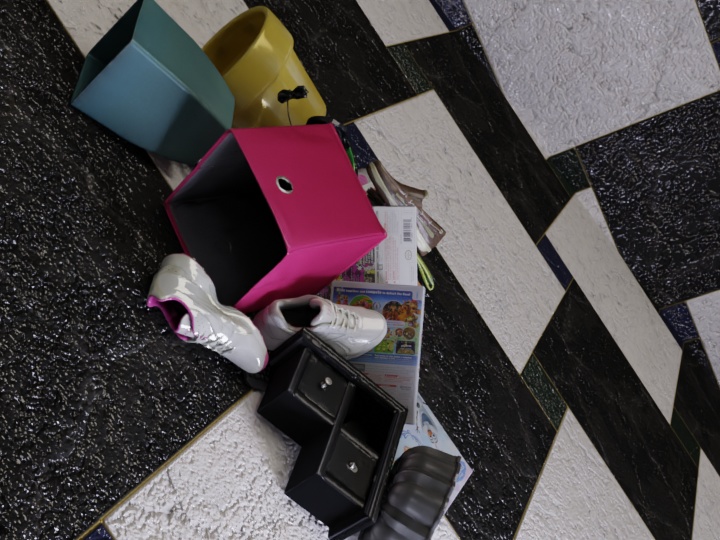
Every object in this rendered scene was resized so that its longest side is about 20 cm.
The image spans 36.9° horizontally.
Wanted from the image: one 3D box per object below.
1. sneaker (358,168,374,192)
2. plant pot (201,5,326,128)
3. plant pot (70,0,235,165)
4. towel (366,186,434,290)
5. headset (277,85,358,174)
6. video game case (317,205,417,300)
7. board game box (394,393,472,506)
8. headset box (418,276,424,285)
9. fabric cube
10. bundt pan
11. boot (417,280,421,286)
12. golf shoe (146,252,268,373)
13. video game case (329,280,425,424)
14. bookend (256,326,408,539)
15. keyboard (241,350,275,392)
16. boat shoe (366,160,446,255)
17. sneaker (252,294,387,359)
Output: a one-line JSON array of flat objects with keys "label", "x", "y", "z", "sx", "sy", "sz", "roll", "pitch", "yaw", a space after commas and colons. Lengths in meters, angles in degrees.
[{"label": "sneaker", "x": -0.033, "y": -0.163, "z": 1.993, "sx": 0.089, "sy": 0.081, "sz": 0.200, "roll": 56, "pitch": 24, "yaw": -5}, {"label": "plant pot", "x": -0.161, "y": -0.284, "z": 1.731, "sx": 0.189, "sy": 0.200, "sz": 0.202, "roll": 45, "pitch": 27, "yaw": -29}, {"label": "plant pot", "x": -0.284, "y": -0.257, "z": 1.551, "sx": 0.199, "sy": 0.141, "sz": 0.142, "roll": 38, "pitch": 30, "yaw": -28}, {"label": "towel", "x": 0.070, "y": -0.059, "z": 1.915, "sx": 0.144, "sy": 0.023, "sz": 0.200, "roll": 55, "pitch": 3, "yaw": -31}, {"label": "headset", "x": -0.064, "y": -0.193, "z": 1.659, "sx": 0.201, "sy": 0.093, "sz": 0.124, "roll": 56, "pitch": 52, "yaw": -24}, {"label": "video game case", "x": 0.000, "y": 0.000, "z": 1.680, "sx": 0.036, "sy": 0.179, "sz": 0.203, "roll": 164, "pitch": -76, "yaw": -80}, {"label": "board game box", "x": 0.068, "y": 0.286, "z": 1.651, "sx": 0.200, "sy": 0.043, "sz": 0.200, "roll": 55, "pitch": 36, "yaw": -3}, {"label": "headset box", "x": 0.007, "y": -0.014, "z": 1.854, "sx": 0.201, "sy": 0.092, "sz": 0.174, "roll": 56, "pitch": 17, "yaw": -4}, {"label": "fabric cube", "x": -0.121, "y": -0.073, "z": 1.530, "sx": 0.198, "sy": 0.200, "sz": 0.198, "roll": -11, "pitch": 69, "yaw": -46}, {"label": "bundt pan", "x": 0.058, "y": 0.326, "z": 1.470, "sx": 0.075, "sy": 0.203, "sz": 0.202, "roll": 28, "pitch": 27, "yaw": 1}, {"label": "boot", "x": 0.038, "y": 0.072, "z": 1.738, "sx": 0.202, "sy": 0.154, "sz": 0.077, "roll": 62, "pitch": 0, "yaw": 5}, {"label": "golf shoe", "x": -0.205, "y": 0.074, "z": 1.424, "sx": 0.200, "sy": 0.075, "sz": 0.092, "roll": 48, "pitch": 41, "yaw": -15}, {"label": "video game case", "x": 0.018, "y": 0.119, "z": 1.589, "sx": 0.018, "sy": 0.141, "sz": 0.203, "roll": 46, "pitch": 48, "yaw": -76}, {"label": "bookend", "x": -0.055, "y": 0.220, "z": 1.453, "sx": 0.200, "sy": 0.092, "sz": 0.200, "roll": 40, "pitch": 40, "yaw": -15}, {"label": "keyboard", "x": -0.110, "y": 0.131, "z": 1.576, "sx": 0.199, "sy": 0.020, "sz": 0.128, "roll": 26, "pitch": 39, "yaw": -50}, {"label": "boat shoe", "x": 0.086, "y": -0.125, "z": 1.932, "sx": 0.203, "sy": 0.074, "sz": 0.075, "roll": 54, "pitch": 3, "yaw": -29}, {"label": "sneaker", "x": -0.048, "y": 0.076, "z": 1.523, "sx": 0.197, "sy": 0.099, "sz": 0.079, "roll": 1, "pitch": 66, "yaw": -21}]
